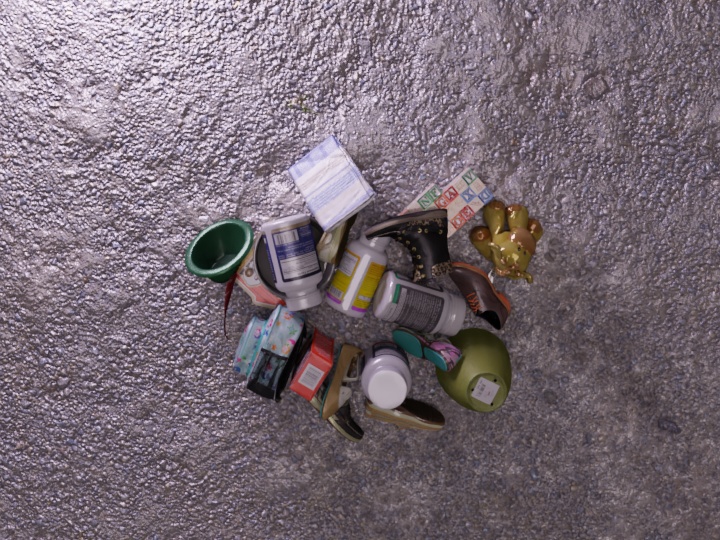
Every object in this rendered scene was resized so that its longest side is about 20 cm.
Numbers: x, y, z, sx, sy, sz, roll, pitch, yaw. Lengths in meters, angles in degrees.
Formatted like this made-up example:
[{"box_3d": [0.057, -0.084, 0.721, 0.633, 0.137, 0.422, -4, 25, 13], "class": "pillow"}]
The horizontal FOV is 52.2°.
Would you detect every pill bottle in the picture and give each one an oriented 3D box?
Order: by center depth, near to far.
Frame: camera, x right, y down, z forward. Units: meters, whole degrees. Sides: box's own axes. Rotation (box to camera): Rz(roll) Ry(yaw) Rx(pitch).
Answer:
[{"box_3d": [-0.147, -0.018, 1.648, 0.109, 0.111, 0.203, -12, 98, 2], "class": "pill bottle"}, {"box_3d": [0.059, 0.246, 1.707, 0.118, 0.200, 0.122, 0, 100, 1], "class": "pill bottle"}, {"box_3d": [0.138, 0.081, 1.713, 0.197, 0.113, 0.115, 17, 99, -15], "class": "pill bottle"}, {"box_3d": [0.000, 0.000, 1.716, 0.103, 0.104, 0.202, 24, 99, -4], "class": "pill bottle"}]

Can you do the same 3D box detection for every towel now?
[{"box_3d": [-0.067, -0.198, 1.679, 0.146, 0.024, 0.201, -36, 65, 6], "class": "towel"}]

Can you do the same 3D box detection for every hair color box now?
[{"box_3d": [-0.110, 0.214, 1.702, 0.061, 0.200, 0.102, 31, 98, -6], "class": "hair color box"}]

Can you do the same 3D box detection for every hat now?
[{"box_3d": [-0.313, 0.007, 1.749, 0.199, 0.165, 0.177, -40, 139, -15], "class": "hat"}]

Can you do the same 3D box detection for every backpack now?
[{"box_3d": [-0.207, 0.177, 1.711, 0.149, 0.178, 0.202, 28, 90, -6], "class": "backpack"}]

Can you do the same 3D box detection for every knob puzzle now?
[{"box_3d": [-0.192, 0.007, 1.755, 0.216, 0.030, 0.223, 0, 99, 0], "class": "knob puzzle"}]

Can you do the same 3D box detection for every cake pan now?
[{"box_3d": [-0.155, -0.031, 1.722, 0.197, 0.037, 0.204, -1, 94, -15], "class": "cake pan"}]

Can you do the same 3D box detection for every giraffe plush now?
[{"box_3d": [0.339, -0.049, 1.675, 0.170, 0.162, 0.203, 11, 99, -2], "class": "giraffe plush"}]

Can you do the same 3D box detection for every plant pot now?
[{"box_3d": [0.275, 0.251, 1.707, 0.184, 0.200, 0.190, 0, 100, 1], "class": "plant pot"}]

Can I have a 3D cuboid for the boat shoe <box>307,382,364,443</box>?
[{"box_3d": [-0.054, 0.338, 1.778, 0.066, 0.072, 0.201, -44, 109, 4], "class": "boat shoe"}]

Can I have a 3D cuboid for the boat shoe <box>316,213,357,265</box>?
[{"box_3d": [-0.051, -0.115, 1.700, 0.062, 0.073, 0.204, 15, 82, 16], "class": "boat shoe"}]

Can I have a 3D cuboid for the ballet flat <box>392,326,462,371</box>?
[{"box_3d": [0.163, 0.176, 1.731, 0.071, 0.199, 0.070, -29, 122, -29], "class": "ballet flat"}]

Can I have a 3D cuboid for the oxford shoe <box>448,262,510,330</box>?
[{"box_3d": [0.276, 0.059, 1.714, 0.199, 0.073, 0.071, 40, 137, -17], "class": "oxford shoe"}]

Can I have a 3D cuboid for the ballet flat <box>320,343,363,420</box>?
[{"box_3d": [-0.040, 0.261, 1.727, 0.062, 0.069, 0.202, 9, 58, 12], "class": "ballet flat"}]

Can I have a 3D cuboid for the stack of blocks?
[{"box_3d": [0.196, -0.150, 1.713, 0.200, 0.059, 0.115, -42, 97, 7], "class": "stack of blocks"}]

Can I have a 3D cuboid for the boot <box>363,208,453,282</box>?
[{"box_3d": [0.114, -0.050, 1.651, 0.197, 0.073, 0.153, -14, 97, -14], "class": "boot"}]

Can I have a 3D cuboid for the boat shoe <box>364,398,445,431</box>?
[{"box_3d": [0.106, 0.358, 1.801, 0.197, 0.072, 0.077, 18, 114, 5], "class": "boat shoe"}]
